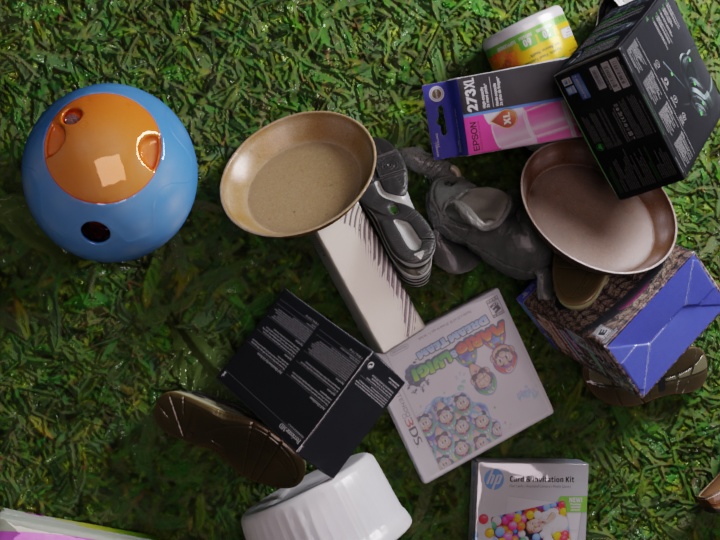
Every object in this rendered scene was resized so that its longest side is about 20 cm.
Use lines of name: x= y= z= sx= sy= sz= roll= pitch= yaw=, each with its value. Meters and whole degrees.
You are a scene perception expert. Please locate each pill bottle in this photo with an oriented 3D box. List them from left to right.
pill bottle: x=0.242 y=-0.221 z=1.436 sx=0.110 sy=0.111 sz=0.202 roll=-25 pitch=95 yaw=-9

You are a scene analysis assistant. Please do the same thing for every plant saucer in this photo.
plant saucer: x=-0.072 y=-0.109 z=1.369 sx=0.199 sy=0.201 sz=0.036 roll=-33 pitch=140 yaw=-8
plant saucer: x=0.278 y=-0.070 z=1.342 sx=0.197 sy=0.035 sz=0.202 roll=9 pitch=53 yaw=-12

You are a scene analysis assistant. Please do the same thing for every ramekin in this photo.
ramekin: x=-0.047 y=0.299 z=1.351 sx=0.198 sy=0.200 sz=0.099 roll=-25 pitch=87 yaw=-9

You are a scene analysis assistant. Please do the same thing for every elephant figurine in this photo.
elephant figurine: x=0.141 y=-0.063 z=1.414 sx=0.197 sy=0.155 sz=0.144 roll=8 pitch=104 yaw=-10

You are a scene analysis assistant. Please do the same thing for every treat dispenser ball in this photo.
treat dispenser ball: x=-0.286 y=-0.111 z=1.293 sx=0.198 sy=0.201 sz=0.204 roll=0 pitch=91 yaw=-10

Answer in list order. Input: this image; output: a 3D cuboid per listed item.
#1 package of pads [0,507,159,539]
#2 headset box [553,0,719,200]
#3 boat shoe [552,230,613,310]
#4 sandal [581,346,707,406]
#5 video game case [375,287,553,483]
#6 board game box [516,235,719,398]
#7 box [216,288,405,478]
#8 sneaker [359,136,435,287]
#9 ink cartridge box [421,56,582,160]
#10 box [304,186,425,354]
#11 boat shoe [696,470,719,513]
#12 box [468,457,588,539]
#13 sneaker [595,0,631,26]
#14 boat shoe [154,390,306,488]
package of pads: x=-0.352 y=0.384 z=1.356 sx=0.197 sy=0.068 sz=0.157 roll=12 pitch=88 yaw=-10
headset box: x=0.338 y=-0.215 z=1.340 sx=0.175 sy=0.092 sz=0.200 roll=57 pitch=44 yaw=-17
boat shoe: x=0.279 y=-0.025 z=1.389 sx=0.072 sy=0.064 sz=0.203 roll=-5 pitch=48 yaw=19
sandal: x=0.372 y=0.131 z=1.500 sx=0.197 sy=0.054 sz=0.083 roll=-6 pitch=98 yaw=-25
video game case: x=0.129 y=0.148 z=1.465 sx=0.198 sy=0.024 sz=0.184 roll=-27 pitch=96 yaw=-9
board game box: x=0.320 y=0.039 z=1.400 sx=0.159 sy=0.200 sz=0.097 roll=-45 pitch=117 yaw=-7
box: x=-0.063 y=0.130 z=1.337 sx=0.142 sy=0.199 sz=0.079 roll=-50 pitch=130 yaw=-7
sneaker: x=0.035 y=-0.064 z=1.422 sx=0.075 sy=0.116 sz=0.202 roll=-18 pitch=60 yaw=-8
ink cartridge box: x=0.177 y=-0.197 z=1.376 sx=0.197 sy=0.037 sz=0.096 roll=-9 pitch=97 yaw=12
box: x=0.000 y=0.000 z=1.411 sx=0.068 sy=0.082 sz=0.202 roll=-30 pitch=97 yaw=-9
boat shoe: x=0.528 y=0.248 z=1.521 sx=0.199 sy=0.076 sz=0.074 roll=-32 pitch=91 yaw=-17
box: x=0.217 y=0.349 z=1.476 sx=0.153 sy=0.041 sz=0.203 roll=3 pitch=89 yaw=-11
sneaker: x=0.322 y=-0.264 z=1.458 sx=0.081 sy=0.074 sz=0.203 roll=10 pitch=77 yaw=-51
boat shoe: x=-0.152 y=0.195 z=1.376 sx=0.199 sy=0.066 sz=0.073 roll=24 pitch=107 yaw=4
